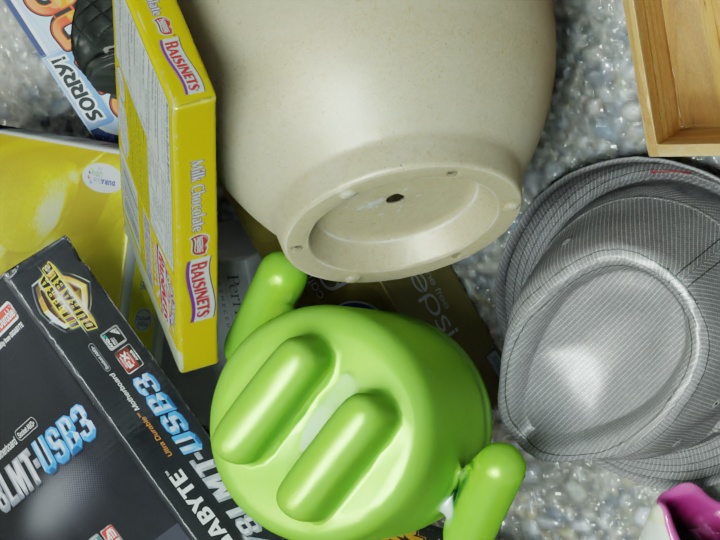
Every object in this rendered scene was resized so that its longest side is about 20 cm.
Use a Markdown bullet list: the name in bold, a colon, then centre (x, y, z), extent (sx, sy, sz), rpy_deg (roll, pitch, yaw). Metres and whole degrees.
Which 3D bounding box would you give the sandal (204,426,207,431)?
- **sandal**: centre (-0.164, 0.138, 1.759), extent (0.201, 0.080, 0.057), rpy_deg (-44, 66, 28)

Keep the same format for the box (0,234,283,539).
- **box**: centre (-0.145, 0.103, 1.528), extent (0.199, 0.050, 0.200), rpy_deg (54, 147, 1)

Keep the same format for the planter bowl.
- **planter bowl**: centre (0.008, -0.078, 1.430), extent (0.200, 0.200, 0.135), rpy_deg (-34, 58, 40)

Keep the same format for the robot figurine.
- **robot figurine**: centre (-0.003, 0.077, 1.462), extent (0.175, 0.200, 0.116), rpy_deg (38, 99, 16)

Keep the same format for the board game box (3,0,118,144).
- **board game box**: centre (-0.127, -0.166, 1.552), extent (0.135, 0.035, 0.200), rpy_deg (-17, 123, 24)

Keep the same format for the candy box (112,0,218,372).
- **candy box**: centre (-0.094, -0.050, 1.428), extent (0.200, 0.026, 0.102), rpy_deg (93, 156, -51)

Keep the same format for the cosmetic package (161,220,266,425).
- **cosmetic package**: centre (-0.114, 0.031, 1.671), extent (0.199, 0.071, 0.102), rpy_deg (-2, 108, 35)

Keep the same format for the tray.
- **tray**: centre (0.173, -0.156, 1.411), extent (0.098, 0.037, 0.201), rpy_deg (1, 110, 35)

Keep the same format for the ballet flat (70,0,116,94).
- **ballet flat**: centre (-0.051, -0.135, 1.510), extent (0.067, 0.199, 0.057), rpy_deg (95, 165, -65)

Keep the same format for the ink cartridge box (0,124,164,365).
- **ink cartridge box**: centre (-0.182, 0.024, 1.619), extent (0.197, 0.047, 0.201), rpy_deg (10, 94, 46)

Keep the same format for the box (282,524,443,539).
- **box**: centre (0.033, 0.191, 1.541), extent (0.199, 0.137, 0.040), rpy_deg (17, 125, -8)

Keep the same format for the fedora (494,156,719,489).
- **fedora**: centre (0.131, 0.040, 1.488), extent (0.200, 0.090, 0.177), rpy_deg (-39, 85, 40)

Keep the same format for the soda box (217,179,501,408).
- **soda box**: centre (0.000, 0.000, 1.582), extent (0.068, 0.064, 0.201), rpy_deg (-29, 91, 39)

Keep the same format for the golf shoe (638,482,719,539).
- **golf shoe**: centre (0.225, 0.169, 1.485), extent (0.199, 0.075, 0.092), rpy_deg (14, 125, 29)
